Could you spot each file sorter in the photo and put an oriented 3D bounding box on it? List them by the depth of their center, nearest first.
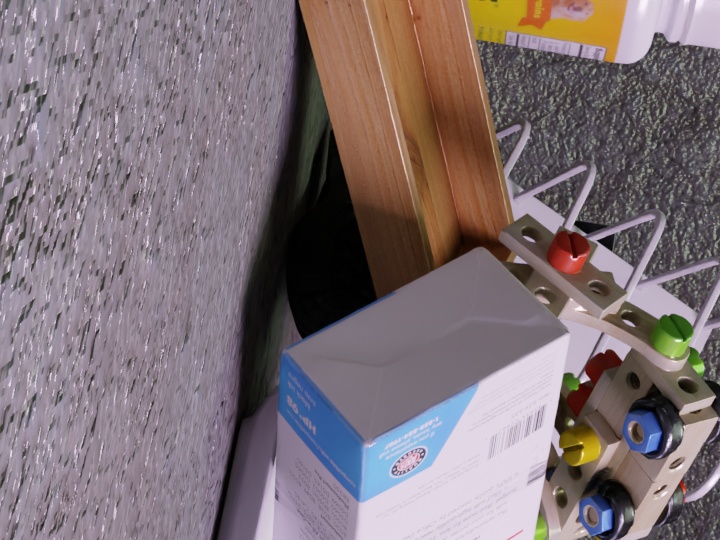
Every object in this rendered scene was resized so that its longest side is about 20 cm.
[{"bbox_3d":[0.116,0.026,1.230,0.139,0.200,0.125,-60,-166,-19],"label":"file sorter"}]

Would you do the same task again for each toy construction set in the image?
[{"bbox_3d":[0.107,0.060,1.070,0.131,0.092,0.200,54,-25,31],"label":"toy construction set"}]

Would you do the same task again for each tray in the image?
[{"bbox_3d":[0.026,-0.064,1.035,0.099,0.037,0.200,-57,142,-46],"label":"tray"},{"bbox_3d":[-0.050,0.123,1.092,0.200,0.022,0.107,87,14,-75],"label":"tray"}]

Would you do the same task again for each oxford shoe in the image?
[{"bbox_3d":[0.000,0.000,1.152,0.200,0.073,0.084,-71,175,-61],"label":"oxford shoe"}]

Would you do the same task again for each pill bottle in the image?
[{"bbox_3d":[0.096,-0.169,1.146,0.109,0.200,0.109,10,90,-87],"label":"pill bottle"}]

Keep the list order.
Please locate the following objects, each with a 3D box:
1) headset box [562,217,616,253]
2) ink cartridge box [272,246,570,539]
[{"bbox_3d":[0.064,0.023,1.398,0.200,0.174,0.093,81,20,-75],"label":"headset box"},{"bbox_3d":[0.023,0.098,1.020,0.116,0.067,0.200,-27,144,-27],"label":"ink cartridge box"}]
